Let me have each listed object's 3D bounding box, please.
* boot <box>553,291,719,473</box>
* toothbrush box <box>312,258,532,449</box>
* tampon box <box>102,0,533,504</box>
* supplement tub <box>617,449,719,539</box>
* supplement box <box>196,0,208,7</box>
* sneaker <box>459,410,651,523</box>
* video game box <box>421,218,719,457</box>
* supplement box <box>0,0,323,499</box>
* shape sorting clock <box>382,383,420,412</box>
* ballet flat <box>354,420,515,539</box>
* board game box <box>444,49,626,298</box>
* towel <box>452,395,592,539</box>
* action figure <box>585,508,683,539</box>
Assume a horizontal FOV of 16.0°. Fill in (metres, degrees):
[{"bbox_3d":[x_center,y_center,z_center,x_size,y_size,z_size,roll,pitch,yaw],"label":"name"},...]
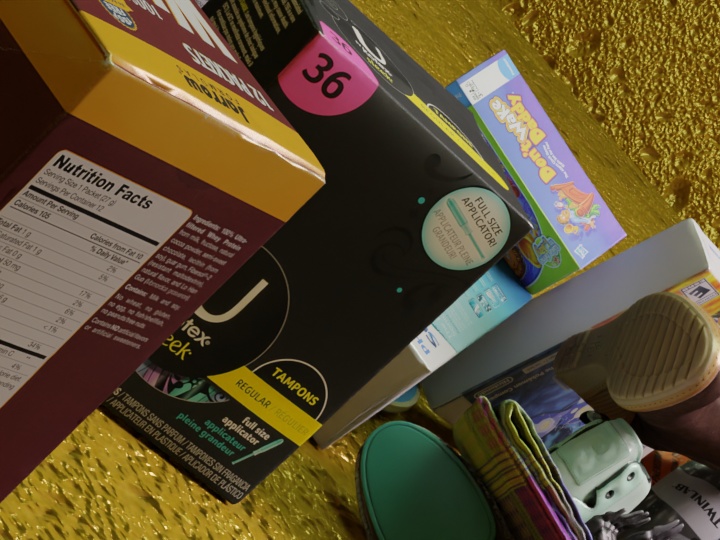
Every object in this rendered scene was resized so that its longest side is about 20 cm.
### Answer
[{"bbox_3d":[0.215,0.080,1.484,0.166,0.073,0.200,28,-10,-14],"label":"boot"},{"bbox_3d":[0.000,0.000,1.470,0.147,0.085,0.200,54,22,2],"label":"toothbrush box"},{"bbox_3d":[-0.049,-0.023,1.213,0.150,0.200,0.126,39,14,-28],"label":"tampon box"},{"bbox_3d":[0.226,0.209,1.588,0.200,0.123,0.123,50,12,14],"label":"supplement tub"},{"bbox_3d":[-0.170,-0.182,1.311,0.133,0.200,0.197,36,16,-38],"label":"supplement box"},{"bbox_3d":[0.093,0.114,1.444,0.074,0.118,0.200,53,14,28],"label":"sneaker"},{"bbox_3d":[0.163,0.063,1.628,0.182,0.200,0.047,37,30,-53],"label":"video game box"},{"bbox_3d":[-0.161,-0.047,0.868,0.197,0.200,0.133,53,14,29],"label":"supplement box"},{"bbox_3d":[-0.031,0.005,1.567,0.200,0.039,0.200,44,12,-12],"label":"shape sorting clock"},{"bbox_3d":[0.059,0.168,1.322,0.200,0.072,0.072,54,14,30],"label":"ballet flat"},{"bbox_3d":[0.062,-0.037,1.592,0.045,0.200,0.135,-34,91,-33],"label":"board game box"},{"bbox_3d":[0.109,0.156,1.310,0.200,0.023,0.144,59,-10,7],"label":"towel"},{"bbox_3d":[0.187,0.225,1.418,0.119,0.102,0.200,36,26,-56],"label":"action figure"}]
